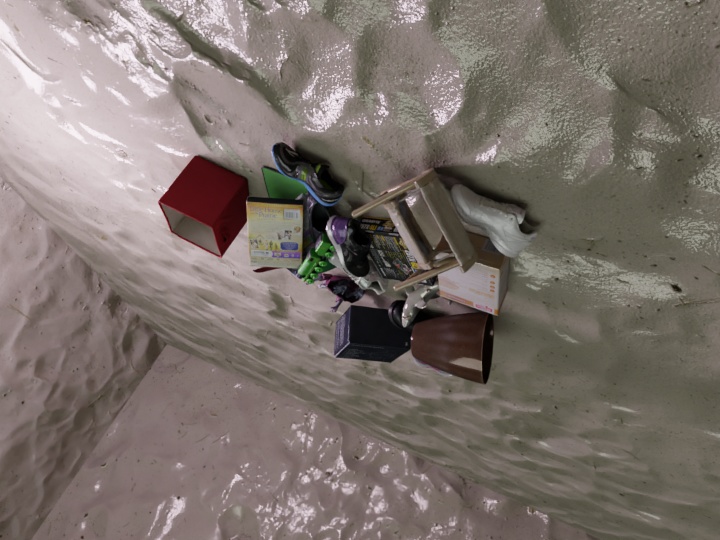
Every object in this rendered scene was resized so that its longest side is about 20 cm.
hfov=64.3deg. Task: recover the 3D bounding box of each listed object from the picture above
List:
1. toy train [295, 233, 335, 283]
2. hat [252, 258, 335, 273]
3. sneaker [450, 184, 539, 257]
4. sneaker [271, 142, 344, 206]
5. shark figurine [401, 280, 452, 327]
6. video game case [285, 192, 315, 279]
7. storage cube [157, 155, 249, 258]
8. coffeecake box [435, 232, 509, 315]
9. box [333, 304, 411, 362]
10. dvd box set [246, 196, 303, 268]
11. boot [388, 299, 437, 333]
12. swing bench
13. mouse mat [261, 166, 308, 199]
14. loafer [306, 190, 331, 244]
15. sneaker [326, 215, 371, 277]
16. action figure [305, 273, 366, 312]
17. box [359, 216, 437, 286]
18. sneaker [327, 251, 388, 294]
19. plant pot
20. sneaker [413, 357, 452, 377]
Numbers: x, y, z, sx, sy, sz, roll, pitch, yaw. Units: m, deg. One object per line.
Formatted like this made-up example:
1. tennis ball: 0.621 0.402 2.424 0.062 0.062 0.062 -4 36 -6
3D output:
1. toy train: -0.116 -0.028 1.491 0.056 0.042 0.200 14 142 -22
2. hat: -0.152 0.000 1.634 0.199 0.177 0.166 10 146 35
3. sneaker: 0.269 -0.116 1.145 0.199 0.075 0.100 37 134 -13
4. sneaker: -0.118 -0.234 1.330 0.199 0.071 0.083 38 139 -17
5. shark figurine: 0.200 0.066 1.538 0.089 0.129 0.214 18 147 -40
6. video game case: -0.158 -0.087 1.537 0.199 0.023 0.182 -37 119 23
7. storage cube: -0.425 -0.176 1.606 0.199 0.181 0.171 24 154 9
8. coffeecake box: 0.262 0.004 1.337 0.152 0.073 0.201 19 152 23
9. box: 0.036 0.202 1.787 0.198 0.125 0.197 8 159 -14
10. dvd box set: -0.221 -0.096 1.495 0.145 0.030 0.201 2 127 -3
11. boot: 0.197 0.152 1.654 0.210 0.080 0.157 32 163 -29
12. swing bench: 0.126 -0.087 1.183 0.199 0.130 0.200 -19 104 44
13. mouse mat: -0.182 -0.190 1.528 0.160 0.008 0.201 23 153 15
14. loafer: -0.101 -0.114 1.455 0.067 0.071 0.202 -10 132 -1
15. sneaker: -0.008 -0.050 1.420 0.087 0.076 0.201 6 144 34
16. action figure: -0.072 0.036 1.738 0.134 0.149 0.200 50 168 -20
17. box: 0.094 -0.046 1.448 0.159 0.050 0.201 7 145 35
18. sneaker: 0.000 0.000 1.534 0.199 0.081 0.070 23 138 -29
19. plant pot: 0.241 0.196 1.524 0.198 0.188 0.188 3 146 21
20. sneaker: 0.240 0.278 1.835 0.199 0.082 0.088 5 147 39
